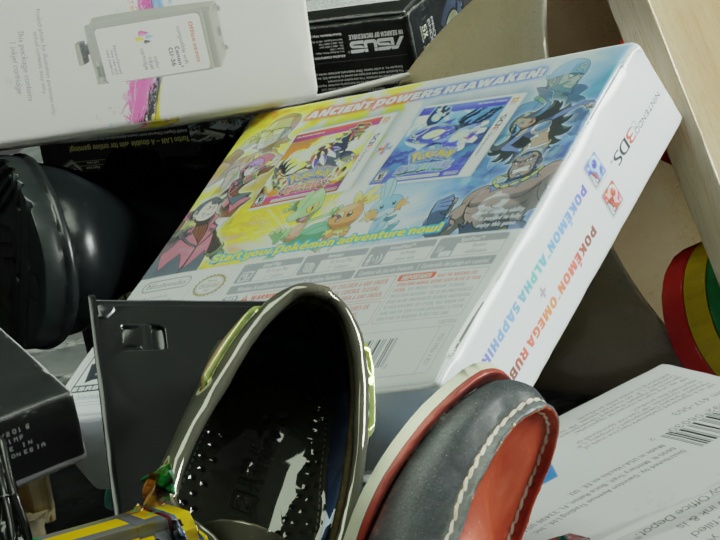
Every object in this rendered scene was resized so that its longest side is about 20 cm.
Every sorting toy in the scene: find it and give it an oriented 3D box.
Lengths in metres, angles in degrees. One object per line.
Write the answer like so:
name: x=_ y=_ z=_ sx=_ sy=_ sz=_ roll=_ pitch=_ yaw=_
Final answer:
sorting toy: x=0.175 y=-0.044 z=1.129 sx=0.070 sy=0.200 sz=0.199 roll=-24 pitch=-5 yaw=43

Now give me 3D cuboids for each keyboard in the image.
keyboard: x=-0.066 y=0.093 z=0.900 sx=0.127 sy=0.021 sz=0.200 roll=1 pitch=53 yaw=-17

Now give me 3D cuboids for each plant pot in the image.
plant pot: x=0.076 y=-0.029 z=1.197 sx=0.134 sy=0.200 sz=0.200 roll=-22 pitch=11 yaw=29

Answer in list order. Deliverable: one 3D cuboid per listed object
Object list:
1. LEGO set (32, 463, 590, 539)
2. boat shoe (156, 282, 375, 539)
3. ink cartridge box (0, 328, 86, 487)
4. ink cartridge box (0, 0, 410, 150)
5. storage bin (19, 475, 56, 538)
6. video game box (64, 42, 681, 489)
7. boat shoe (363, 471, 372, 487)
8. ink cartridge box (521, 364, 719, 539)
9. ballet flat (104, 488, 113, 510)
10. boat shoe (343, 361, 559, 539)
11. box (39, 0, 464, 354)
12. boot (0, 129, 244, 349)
LEGO set: x=0.002 y=0.142 z=0.706 sx=0.116 sy=0.200 sz=0.154 roll=-13 pitch=3 yaw=-32
boat shoe: x=-0.040 y=0.091 z=0.858 sx=0.072 sy=0.060 sz=0.202 roll=18 pitch=51 yaw=-4
ink cartridge box: x=-0.191 y=0.038 z=1.064 sx=0.095 sy=0.037 sz=0.200 roll=-22 pitch=29 yaw=-24
ink cartridge box: x=-0.089 y=-0.094 z=1.183 sx=0.200 sy=0.068 sz=0.116 roll=-9 pitch=3 yaw=-12
storage bin: x=-0.238 y=0.092 z=1.135 sx=0.200 sy=0.094 sz=0.199 roll=-15 pitch=18 yaw=-13
video game box: x=0.000 y=0.000 z=1.041 sx=0.200 sy=0.047 sz=0.182 roll=-7 pitch=41 yaw=42
boat shoe: x=-0.004 y=0.076 z=1.088 sx=0.199 sy=0.068 sz=0.074 roll=-24 pitch=22 yaw=-35
ink cartridge box: x=0.123 y=0.105 z=0.897 sx=0.146 sy=0.086 sz=0.200 roll=-24 pitch=23 yaw=-32
ballet flat: x=-0.064 y=0.067 z=1.181 sx=0.074 sy=0.074 sz=0.200 roll=-9 pitch=20 yaw=6
boat shoe: x=0.019 y=0.121 z=0.819 sx=0.063 sy=0.071 sz=0.200 roll=13 pitch=66 yaw=32
box: x=-0.043 y=-0.049 z=1.336 sx=0.200 sy=0.164 sz=0.086 roll=-5 pitch=19 yaw=20
boot: x=-0.080 y=-0.018 z=1.178 sx=0.168 sy=0.076 sz=0.200 roll=-3 pitch=9 yaw=-17
